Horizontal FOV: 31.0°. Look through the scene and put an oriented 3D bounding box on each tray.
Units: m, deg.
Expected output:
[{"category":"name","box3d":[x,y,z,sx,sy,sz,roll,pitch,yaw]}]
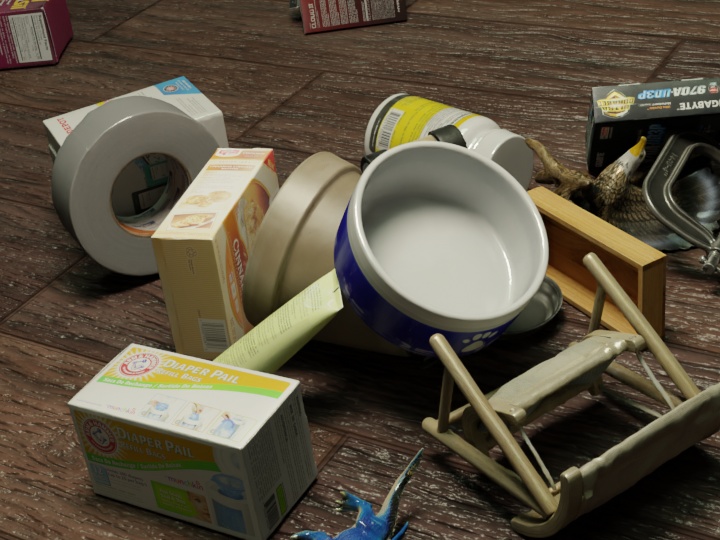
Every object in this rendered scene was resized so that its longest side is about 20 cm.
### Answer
[{"category":"tray","box3d":[0.243,-0.007,1.369,0.037,0.100,0.200,-21,33,-23]}]

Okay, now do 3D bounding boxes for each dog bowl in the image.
[{"category":"dog bowl","box3d":[0.076,-0.021,1.250,0.197,0.079,0.202,10,56,-15]}]

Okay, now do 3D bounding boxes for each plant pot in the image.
[{"category":"plant pot","box3d":[0.000,0.000,1.357,0.172,0.202,0.200,24,41,18]}]

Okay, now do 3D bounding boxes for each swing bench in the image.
[{"category":"swing bench","box3d":[0.191,0.121,1.147,0.197,0.131,0.200,-24,48,-25]}]

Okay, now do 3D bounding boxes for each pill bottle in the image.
[{"category":"pill bottle","box3d":[0.109,-0.144,1.610,0.114,0.116,0.199,-32,39,-33]}]

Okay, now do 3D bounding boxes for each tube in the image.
[{"category":"tube","box3d":[-0.092,0.078,1.266,0.200,0.052,0.058,-41,67,14]}]

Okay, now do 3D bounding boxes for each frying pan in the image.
[{"category":"frying pan","box3d":[0.145,0.059,1.354,0.113,0.031,0.191,6,38,22]}]

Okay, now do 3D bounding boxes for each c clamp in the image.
[{"category":"c clamp","box3d":[0.389,-0.069,1.425,0.170,0.027,0.201,30,49,1]}]

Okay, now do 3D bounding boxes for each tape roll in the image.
[{"category":"tape roll","box3d":[-0.259,-0.099,1.531,0.198,0.203,0.066,-23,33,-23]}]

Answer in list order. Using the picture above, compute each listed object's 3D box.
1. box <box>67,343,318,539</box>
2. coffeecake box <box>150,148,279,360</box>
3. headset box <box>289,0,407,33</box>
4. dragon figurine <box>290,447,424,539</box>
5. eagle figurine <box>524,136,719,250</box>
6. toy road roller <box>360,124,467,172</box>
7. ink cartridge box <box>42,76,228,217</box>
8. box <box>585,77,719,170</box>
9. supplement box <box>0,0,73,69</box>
[{"category":"box","box3d":[-0.154,0.155,1.194,0.198,0.114,0.101,9,35,29]},{"category":"coffeecake box","box3d":[-0.149,-0.022,1.436,0.072,0.155,0.201,3,33,16]},{"category":"headset box","box3d":[-0.025,-0.474,2.213,0.197,0.076,0.149,-8,31,1]},{"category":"dragon figurine","box3d":[0.009,0.234,1.075,0.199,0.060,0.099,-32,38,-32]},{"category":"eagle figurine","box3d":[0.303,-0.087,1.491,0.198,0.150,0.154,11,63,-34]},{"category":"toy road roller","box3d":[0.082,-0.056,1.499,0.122,0.146,0.202,-22,70,-18]},{"category":"ink cartridge box","box3d":[-0.279,-0.133,1.655,0.198,0.148,0.147,-20,34,-19]},{"category":"box","box3d":[0.350,-0.172,1.544,0.157,0.047,0.200,-3,-12,6]},{"category":"supplement box","box3d":[-0.614,-0.417,2.240,0.197,0.104,0.131,-5,30,5]}]
